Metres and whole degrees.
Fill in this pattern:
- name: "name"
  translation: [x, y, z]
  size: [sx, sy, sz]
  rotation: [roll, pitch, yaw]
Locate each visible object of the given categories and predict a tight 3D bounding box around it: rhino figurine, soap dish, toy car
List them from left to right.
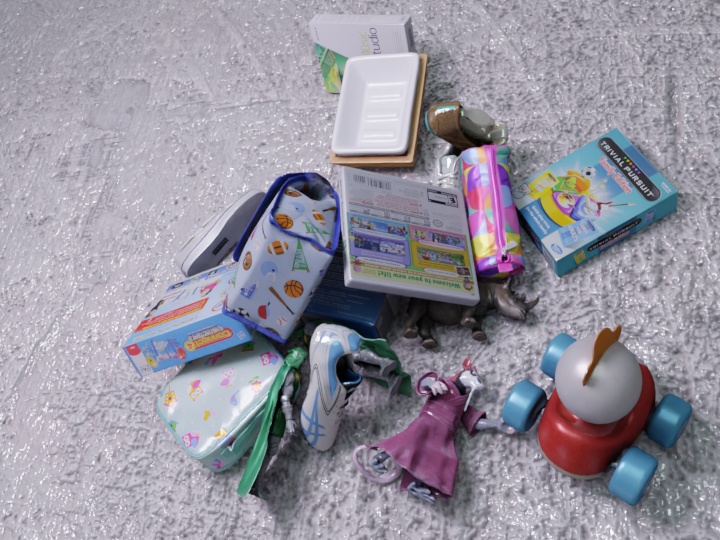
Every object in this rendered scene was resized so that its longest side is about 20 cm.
- name: "soap dish"
  translation: [0.036, -0.272, 1.248]
  size: [0.154, 0.081, 0.205]
  rotation: [2, 74, 23]
- name: "rhino figurine"
  translation: [0.157, 0.052, 1.029]
  size: [0.195, 0.060, 0.089]
  rotation: [-10, 47, 11]
- name: "toy car"
  translation: [0.281, 0.127, 0.831]
  size: [0.183, 0.202, 0.176]
  rotation: [31, 58, 31]

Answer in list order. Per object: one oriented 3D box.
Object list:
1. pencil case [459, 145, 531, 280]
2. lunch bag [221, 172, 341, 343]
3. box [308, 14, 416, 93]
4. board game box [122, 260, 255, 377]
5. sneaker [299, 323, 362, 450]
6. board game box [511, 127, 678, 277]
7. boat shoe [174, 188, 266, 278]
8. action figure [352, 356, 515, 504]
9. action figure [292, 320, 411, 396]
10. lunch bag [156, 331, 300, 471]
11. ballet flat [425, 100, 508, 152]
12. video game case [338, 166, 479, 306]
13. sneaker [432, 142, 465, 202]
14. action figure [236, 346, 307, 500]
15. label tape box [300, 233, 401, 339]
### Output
- name: "pencil case"
  translation: [0.194, -0.084, 1.057]
  size: [0.086, 0.088, 0.205]
  rotation: [-10, 73, 14]
- name: "lunch bag"
  translation: [-0.106, -0.033, 1.015]
  size: [0.171, 0.122, 0.201]
  rotation: [-56, 12, 28]
- name: "box"
  translation: [0.010, -0.392, 1.315]
  size: [0.196, 0.146, 0.037]
  rotation: [11, 48, 28]
- name: "board game box"
  translation: [-0.237, 0.060, 1.111]
  size: [0.196, 0.057, 0.197]
  rotation: [-19, 23, 17]
- name: "sneaker"
  translation: [-0.037, 0.166, 0.961]
  size: [0.071, 0.204, 0.072]
  rotation: [19, 32, 21]
- name: "board game box"
  translation: [0.338, -0.105, 1.067]
  size: [0.197, 0.047, 0.152]
  rotation: [-30, 53, 1]
- name: "boat shoe"
  translation: [-0.247, -0.073, 1.263]
  size: [0.065, 0.072, 0.201]
  rotation: [38, 86, 30]
- name: "action figure"
  translation: [0.105, 0.205, 0.951]
  size: [0.201, 0.134, 0.148]
  rotation: [-54, 13, -31]
- name: "action figure"
  translation: [-0.026, 0.118, 1.033]
  size: [0.197, 0.120, 0.055]
  rotation: [18, 51, 40]
- name: "lunch bag"
  translation: [-0.195, 0.189, 1.068]
  size: [0.200, 0.077, 0.160]
  rotation: [-45, 56, -11]
- name: "ballet flat"
  translation: [0.181, -0.211, 1.101]
  size: [0.071, 0.198, 0.069]
  rotation: [-14, 66, 39]
- name: "video game case"
  translation: [0.066, -0.048, 0.997]
  size: [0.196, 0.022, 0.186]
  rotation: [9, 57, -22]
- name: "sneaker"
  translation: [0.137, -0.135, 1.145]
  size: [0.069, 0.081, 0.204]
  rotation: [5, 62, 21]
- name: "action figure"
  translation: [-0.113, 0.203, 0.980]
  size: [0.053, 0.118, 0.204]
  rotation: [16, 83, -4]
- name: "label tape box"
  translation: [0.000, 0.000, 1.121]
  size: [0.141, 0.064, 0.203]
  rotation: [10, 62, 25]
